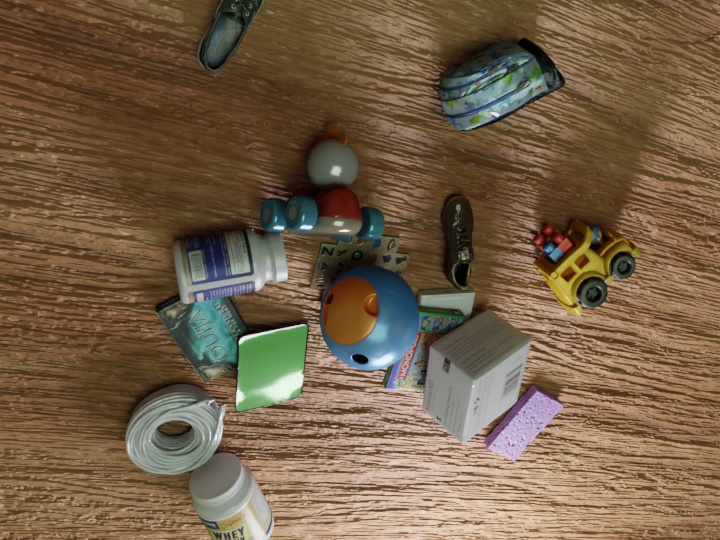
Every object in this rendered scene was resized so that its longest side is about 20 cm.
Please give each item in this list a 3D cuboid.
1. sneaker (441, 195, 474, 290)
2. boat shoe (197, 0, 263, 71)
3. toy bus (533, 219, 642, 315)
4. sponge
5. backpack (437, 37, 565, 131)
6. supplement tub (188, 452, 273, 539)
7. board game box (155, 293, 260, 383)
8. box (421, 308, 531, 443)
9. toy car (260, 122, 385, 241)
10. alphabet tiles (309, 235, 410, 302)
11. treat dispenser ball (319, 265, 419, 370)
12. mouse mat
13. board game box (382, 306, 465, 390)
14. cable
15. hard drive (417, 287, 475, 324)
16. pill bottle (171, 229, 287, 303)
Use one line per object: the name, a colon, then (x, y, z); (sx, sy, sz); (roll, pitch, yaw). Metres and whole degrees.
sneaker: (0.211, -0.053, 1.482); (0.069, 0.076, 0.203); (-12, 122, -12)
boat shoe: (-0.198, -0.406, 1.145); (0.068, 0.057, 0.202); (21, 110, -28)
toy bus: (0.475, -0.039, 1.567); (0.200, 0.136, 0.192); (-43, 108, 5)
sponge: (0.416, 0.390, 1.838); (0.111, 0.030, 0.201); (29, 106, -31)
backpack: (0.237, -0.333, 1.296); (0.199, 0.164, 0.154); (-39, 116, 13)
supplement tub: (-0.286, 0.516, 1.590); (0.142, 0.145, 0.202); (-22, 124, -6)
board game box: (-0.299, 0.120, 1.428); (0.134, 0.028, 0.202); (-27, 124, -4)
box: (0.252, 0.228, 1.576); (0.198, 0.130, 0.201); (-27, 136, -33)
toy car: (-0.063, -0.162, 1.302); (0.182, 0.176, 0.204); (6, 88, -37)
alphabet tiles: (0.000, 0.000, 1.480); (0.197, 0.006, 0.169); (6, 116, -22)
treat dispenser ball: (0.017, 0.092, 1.413); (0.197, 0.201, 0.204); (-9, 121, -14)
mouse mat: (-0.186, 0.204, 1.508); (0.159, 0.008, 0.203); (-10, 125, -29)
board game box: (0.137, 0.174, 1.584); (0.132, 0.029, 0.203); (5, 116, -23)
cable: (-0.385, 0.330, 1.494); (0.197, 0.069, 0.203); (2, 119, -20)
hard drive: (0.177, 0.134, 1.608); (0.130, 0.026, 0.203); (-3, 120, -18)
pill bottle: (-0.238, -0.012, 1.321); (0.197, 0.116, 0.117); (-9, 122, -14)
